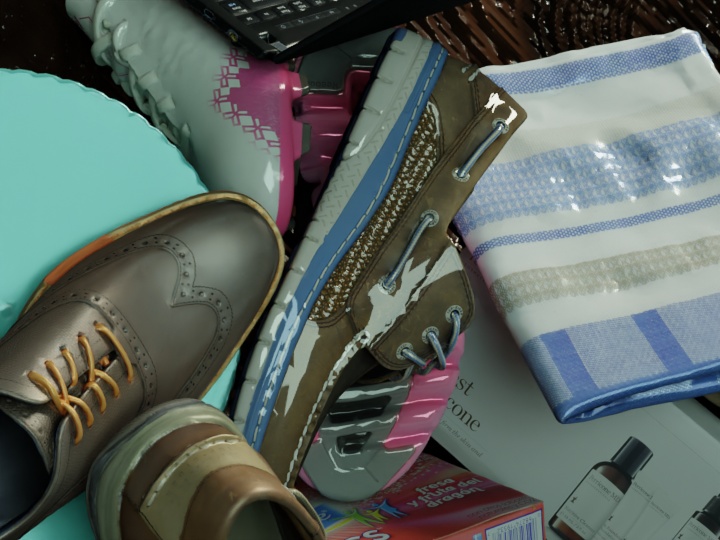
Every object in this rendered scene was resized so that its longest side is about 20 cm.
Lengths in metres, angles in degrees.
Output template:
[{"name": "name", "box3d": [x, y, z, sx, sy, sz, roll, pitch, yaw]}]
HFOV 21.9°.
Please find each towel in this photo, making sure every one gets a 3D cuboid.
[{"name": "towel", "box3d": [0.114, -0.027, 0.777, 0.147, 0.024, 0.200, -12, 47, -11]}]

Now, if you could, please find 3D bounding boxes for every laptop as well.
[{"name": "laptop", "box3d": [0.016, -0.153, 0.728, 0.200, 0.103, 0.177, 40, 39, 24]}]

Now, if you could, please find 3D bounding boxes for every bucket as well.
[{"name": "bucket", "box3d": [-0.149, 0.019, 0.713, 0.207, 0.135, 0.207, 2, 85, -21]}]

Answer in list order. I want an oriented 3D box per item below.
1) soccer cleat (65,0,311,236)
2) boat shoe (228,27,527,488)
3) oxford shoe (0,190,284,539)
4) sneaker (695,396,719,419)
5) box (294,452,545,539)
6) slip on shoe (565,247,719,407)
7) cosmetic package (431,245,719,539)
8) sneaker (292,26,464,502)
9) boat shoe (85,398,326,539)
[{"name": "soccer cleat", "box3d": [-0.074, -0.083, 0.748, 0.086, 0.070, 0.200, 1, 43, -15]}, {"name": "boat shoe", "box3d": [0.008, 0.006, 0.706, 0.072, 0.072, 0.200, 23, 78, -2]}, {"name": "oxford shoe", "box3d": [-0.096, 0.044, 0.620, 0.200, 0.073, 0.071, -43, 102, -19]}, {"name": "sneaker", "box3d": [0.145, 0.014, 0.868, 0.090, 0.066, 0.200, -10, 88, -15]}, {"name": "box", "box3d": [-0.027, 0.153, 0.742, 0.200, 0.095, 0.103, -15, 108, -32]}, {"name": "slip on shoe", "box3d": [0.139, 0.017, 0.799, 0.200, 0.061, 0.076, 27, 51, 17]}, {"name": "cosmetic package", "box3d": [0.104, 0.078, 0.790, 0.200, 0.051, 0.083, 40, 101, 16]}, {"name": "sneaker", "box3d": [0.000, 0.000, 0.790, 0.079, 0.095, 0.200, 5, 77, -6]}, {"name": "boat shoe", "box3d": [-0.030, 0.135, 0.628, 0.076, 0.072, 0.200, -39, 127, -22]}]
